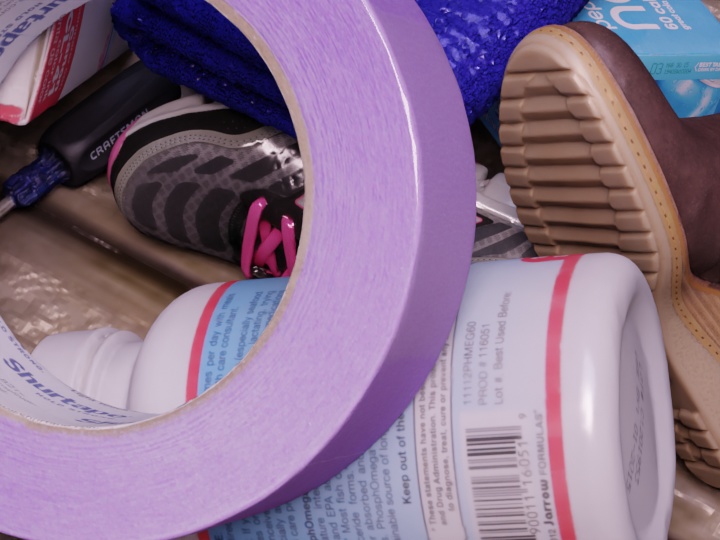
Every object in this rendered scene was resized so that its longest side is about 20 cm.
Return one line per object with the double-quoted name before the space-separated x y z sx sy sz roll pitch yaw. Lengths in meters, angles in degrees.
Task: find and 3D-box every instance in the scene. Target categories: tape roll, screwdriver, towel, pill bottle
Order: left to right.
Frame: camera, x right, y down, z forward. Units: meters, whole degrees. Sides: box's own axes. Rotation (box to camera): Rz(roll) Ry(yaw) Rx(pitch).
"screwdriver" -0.138 -0.018 0.945 0.028 0.029 0.200 37 56 19
"tape roll" -0.069 -0.021 0.769 0.199 0.066 0.201 0 90 17
"pill bottle" -0.005 0.055 0.840 0.199 0.109 0.109 -4 54 17
"towel" 0.023 -0.128 0.906 0.147 0.050 0.200 25 60 34

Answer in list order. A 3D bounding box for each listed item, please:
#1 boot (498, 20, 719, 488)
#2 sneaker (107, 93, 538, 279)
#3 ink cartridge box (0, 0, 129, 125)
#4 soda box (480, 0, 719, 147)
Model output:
"boot" 0.139 -0.043 0.900 0.166 0.200 0.072 -45 35 -23
"sneaker" 0.000 0.000 0.920 0.199 0.074 0.088 18 50 2
"ink cartridge box" -0.156 -0.119 0.919 0.147 0.086 0.200 13 12 4
"soda box" 0.060 -0.112 0.974 0.068 0.064 0.200 -4 41 -27
